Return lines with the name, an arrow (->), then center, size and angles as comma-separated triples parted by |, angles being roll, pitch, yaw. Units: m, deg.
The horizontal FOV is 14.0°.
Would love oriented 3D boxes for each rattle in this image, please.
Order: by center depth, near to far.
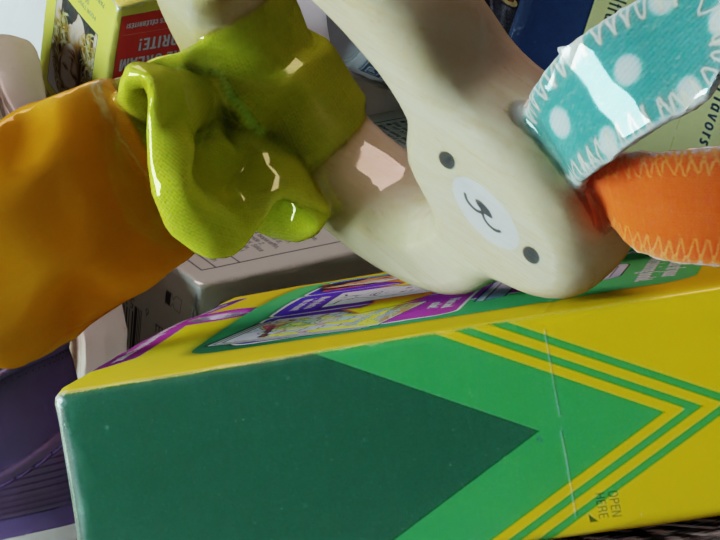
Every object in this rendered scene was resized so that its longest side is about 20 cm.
rattle -> -0.011, -0.015, 0.660 | 0.143, 0.130, 0.200 | -26, 40, -30

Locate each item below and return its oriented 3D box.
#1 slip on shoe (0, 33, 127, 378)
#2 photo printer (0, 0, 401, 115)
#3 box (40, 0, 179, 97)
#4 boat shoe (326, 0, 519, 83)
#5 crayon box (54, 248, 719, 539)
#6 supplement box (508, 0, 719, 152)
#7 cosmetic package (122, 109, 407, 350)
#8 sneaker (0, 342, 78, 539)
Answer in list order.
slip on shoe -> -0.120, -0.002, 0.906 | 0.061, 0.200, 0.076 | 5, -45, -25
photo printer -> -0.060, -0.047, 1.105 | 0.200, 0.166, 0.069 | 22, 37, -7
box -> -0.076, -0.029, 1.026 | 0.075, 0.200, 0.050 | -13, 44, -30
boat shoe -> 0.031, -0.133, 1.077 | 0.091, 0.200, 0.071 | 14, -48, -21
crayon box -> 0.033, 0.031, 0.763 | 0.172, 0.058, 0.200 | -8, 4, 11
supplement box -> 0.165, -0.073, 0.807 | 0.200, 0.134, 0.200 | 20, 11, 12
cosmetic package -> 0.000, 0.000, 0.986 | 0.200, 0.073, 0.104 | -11, 28, -33
sneaker -> -0.169, 0.052, 0.755 | 0.200, 0.088, 0.076 | -11, 4, -16
